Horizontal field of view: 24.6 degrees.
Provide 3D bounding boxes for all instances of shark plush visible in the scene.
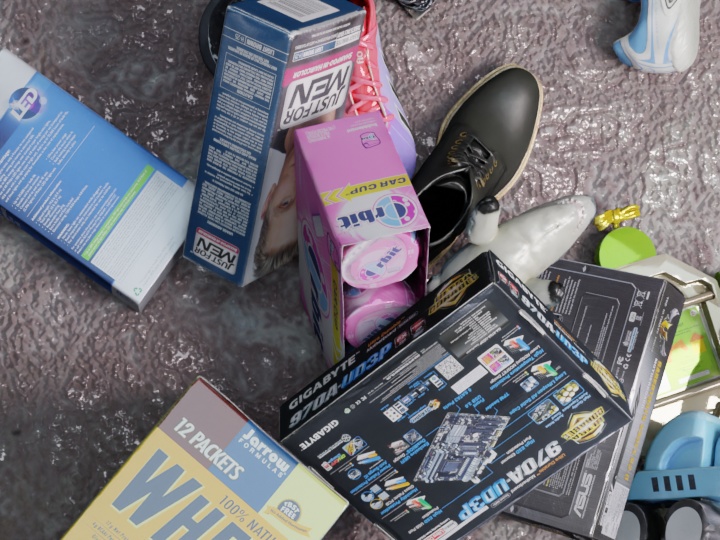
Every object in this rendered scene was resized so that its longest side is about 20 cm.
[{"bbox_3d":[0.096,0.016,1.237,0.091,0.200,0.083,42,35,6],"label":"shark plush"}]

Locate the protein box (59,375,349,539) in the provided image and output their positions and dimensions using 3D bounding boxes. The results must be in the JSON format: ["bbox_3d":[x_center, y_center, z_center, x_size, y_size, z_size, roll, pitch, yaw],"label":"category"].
[{"bbox_3d":[-0.128,0.198,1.170,0.135,0.200,0.199,40,80,1],"label":"protein box"}]

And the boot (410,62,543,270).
[{"bbox_3d":[0.089,-0.083,1.264,0.077,0.138,0.201,32,80,-1],"label":"boot"}]

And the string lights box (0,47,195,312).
[{"bbox_3d":[-0.222,-0.069,1.268,0.200,0.059,0.103,36,80,0],"label":"string lights box"}]

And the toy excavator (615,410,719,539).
[{"bbox_3d":[0.283,0.129,1.234,0.099,0.194,0.201,19,70,-32],"label":"toy excavator"}]

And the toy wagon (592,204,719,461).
[{"bbox_3d":[0.232,0.047,1.312,0.154,0.040,0.201,-17,84,-8],"label":"toy wagon"}]

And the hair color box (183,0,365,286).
[{"bbox_3d":[-0.064,-0.099,1.210,0.060,0.100,0.201,27,121,24],"label":"hair color box"}]

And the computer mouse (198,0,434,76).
[{"bbox_3d":[-0.048,-0.212,1.314,0.200,0.053,0.139,-41,96,-18],"label":"computer mouse"}]

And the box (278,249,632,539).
[{"bbox_3d":[0.065,0.101,1.163,0.200,0.046,0.159,-38,116,19],"label":"box"}]

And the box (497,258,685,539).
[{"bbox_3d":[0.142,0.092,1.250,0.158,0.048,0.201,11,78,34],"label":"box"}]

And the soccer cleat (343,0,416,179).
[{"bbox_3d":[-0.006,-0.157,1.251,0.066,0.076,0.201,-18,87,-15],"label":"soccer cleat"}]

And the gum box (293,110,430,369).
[{"bbox_3d":[0.000,0.000,1.187,0.066,0.201,0.114,-14,52,-11],"label":"gum box"}]

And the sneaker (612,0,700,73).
[{"bbox_3d":[0.255,-0.255,1.344,0.072,0.072,0.201,11,73,22],"label":"sneaker"}]
